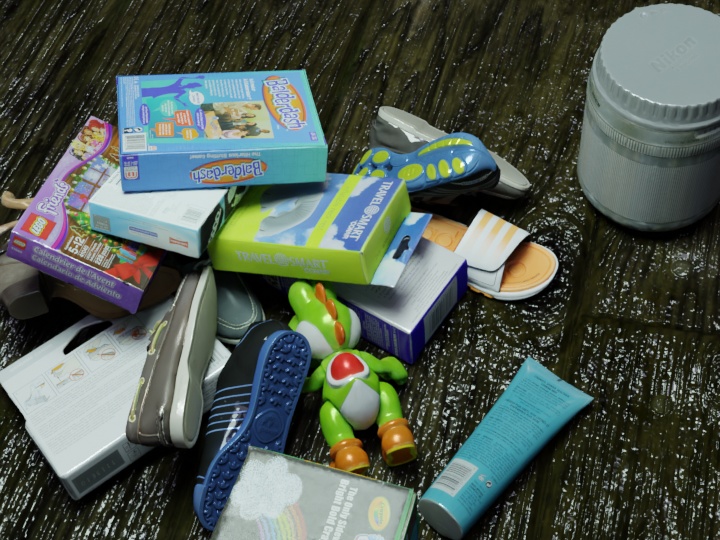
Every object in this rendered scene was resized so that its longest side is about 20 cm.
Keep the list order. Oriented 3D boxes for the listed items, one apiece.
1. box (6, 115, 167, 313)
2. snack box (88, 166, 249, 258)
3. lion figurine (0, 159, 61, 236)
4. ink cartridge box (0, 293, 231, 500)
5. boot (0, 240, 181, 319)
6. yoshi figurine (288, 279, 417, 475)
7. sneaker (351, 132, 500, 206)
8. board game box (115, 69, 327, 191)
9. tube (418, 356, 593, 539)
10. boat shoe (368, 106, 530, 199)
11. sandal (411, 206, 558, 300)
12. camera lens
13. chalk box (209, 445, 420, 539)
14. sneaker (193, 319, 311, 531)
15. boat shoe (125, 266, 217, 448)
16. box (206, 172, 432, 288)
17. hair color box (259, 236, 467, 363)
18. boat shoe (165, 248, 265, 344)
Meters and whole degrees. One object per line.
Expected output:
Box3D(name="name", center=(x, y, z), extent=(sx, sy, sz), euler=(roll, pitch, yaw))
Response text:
Box3D(name="box", center=(-0.251, -0.061, 1.141), extent=(0.136, 0.039, 0.201), euler=(24, 42, -7))
Box3D(name="snack box", center=(-0.174, -0.096, 1.136), extent=(0.115, 0.037, 0.200), euler=(15, 40, 12))
Box3D(name="lion figurine", center=(-0.290, -0.068, 1.208), extent=(0.121, 0.073, 0.200), euler=(16, 34, 12))
Box3D(name="ink cartridge box", center=(-0.244, 0.111, 1.135), extent=(0.199, 0.044, 0.173), euler=(-34, 45, -18))
Box3D(name="boot", center=(-0.297, -0.009, 1.199), extent=(0.198, 0.071, 0.146), euler=(-8, 30, -12))
Box3D(name="yoshi figurine", center=(-0.020, 0.105, 1.103), extent=(0.112, 0.112, 0.201), euler=(-35, 65, 29))
Box3D(name="sneaker", center=(0.063, -0.094, 1.208), extent=(0.199, 0.083, 0.071), euler=(-7, 60, 42))
Box3D(name="board game box", center=(-0.142, -0.143, 1.131), extent=(0.198, 0.045, 0.153), euler=(-4, 39, -10))
Box3D(name="tube", center=(0.134, 0.164, 1.061), extent=(0.077, 0.051, 0.200), euler=(34, 59, 21))
Box3D(name="boat shoe", center=(0.097, -0.119, 1.268), extent=(0.199, 0.057, 0.067), euler=(30, 26, 20))
Box3D(name="sandal", center=(0.107, -0.032, 1.192), extent=(0.205, 0.059, 0.079), euler=(19, 58, 18))
Box3D(name="camera lens", center=(0.311, -0.151, 1.172), extent=(0.158, 0.201, 0.161), euler=(-2, 54, 3))
Box3D(name="chalk box", center=(-0.018, 0.253, 0.962), extent=(0.198, 0.124, 0.125), euler=(14, 56, 14))
Box3D(name="sneaker", center=(-0.110, 0.143, 1.069), extent=(0.078, 0.070, 0.201), euler=(17, 82, 58))
Box3D(name="boat shoe", center=(-0.175, 0.078, 1.069), extent=(0.059, 0.072, 0.201), euler=(-3, 50, 9))
Box3D(name="box", center=(-0.041, -0.045, 1.124), extent=(0.198, 0.048, 0.122), euler=(6, 42, 24))
Box3D(name="hair color box", center=(0.000, 0.000, 1.178), extent=(0.199, 0.065, 0.109), euler=(29, 61, 22))
Box3D(name="boat shoe", center=(-0.170, -0.002, 1.196), extent=(0.073, 0.062, 0.200), euler=(-31, 57, -17))
